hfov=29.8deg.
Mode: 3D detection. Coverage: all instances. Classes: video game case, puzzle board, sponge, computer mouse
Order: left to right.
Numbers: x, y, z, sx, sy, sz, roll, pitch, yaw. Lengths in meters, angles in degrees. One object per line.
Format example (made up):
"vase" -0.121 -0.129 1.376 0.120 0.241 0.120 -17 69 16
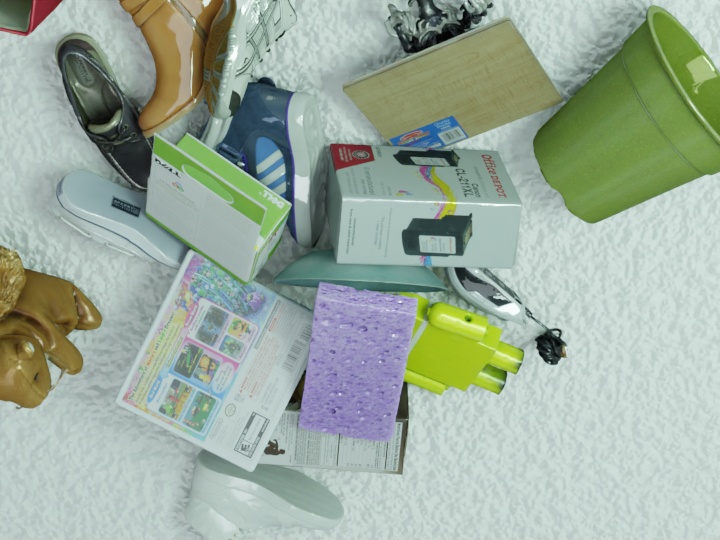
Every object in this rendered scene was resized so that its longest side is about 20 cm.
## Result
"video game case" -0.160 0.104 1.565 0.181 0.024 0.201 27 94 -3
"sponge" -0.005 0.107 1.515 0.111 0.030 0.201 8 128 -1
"puzzle board" 0.101 -0.196 1.478 0.199 0.017 0.151 -19 144 23
"computer mouse" 0.162 0.040 1.597 0.200 0.110 0.044 40 102 -6

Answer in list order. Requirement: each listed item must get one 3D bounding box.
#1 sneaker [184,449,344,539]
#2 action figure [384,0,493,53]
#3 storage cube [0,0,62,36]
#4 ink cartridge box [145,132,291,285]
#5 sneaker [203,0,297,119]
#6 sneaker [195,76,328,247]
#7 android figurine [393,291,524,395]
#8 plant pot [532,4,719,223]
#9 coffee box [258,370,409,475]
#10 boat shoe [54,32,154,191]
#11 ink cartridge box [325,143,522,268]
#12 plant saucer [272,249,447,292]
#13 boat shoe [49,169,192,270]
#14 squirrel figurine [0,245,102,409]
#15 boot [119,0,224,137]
"sneaker" -0.127 0.312 1.735 0.199 0.074 0.116 21 115 3
"action figure" 0.075 -0.284 1.447 0.118 0.102 0.201 -24 110 -1
"storage cube" -0.390 -0.360 1.378 0.199 0.180 0.172 13 114 -4
"ink cartridge box" -0.151 -0.086 1.471 0.147 0.076 0.200 35 155 4
"sneaker" -0.109 -0.253 1.432 0.087 0.076 0.201 6 107 -29
"sneaker" -0.117 -0.123 1.545 0.146 0.081 0.201 8 128 17
"android figurine" 0.088 0.087 1.602 0.199 0.041 0.182 22 149 -5
"plant pot" 0.295 -0.151 1.471 0.190 0.200 0.200 -34 110 29
"coffee box" -0.042 0.181 1.648 0.199 0.113 0.080 4 112 -2
"boat shoe" -0.283 -0.169 1.522 0.072 0.065 0.201 -23 112 9
"ink cartridge box" 0.067 -0.073 1.500 0.199 0.146 0.083 1 119 -8
"plant saucer" 0.000 0.000 1.540 0.200 0.201 0.039 3 85 0
"boat shoe" -0.267 -0.052 1.581 0.199 0.074 0.065 31 144 -19
"squirrel figurine" -0.410 0.067 1.563 0.141 0.187 0.201 -25 111 12
"boot" -0.217 -0.258 1.469 0.155 0.077 0.200 38 104 -21
